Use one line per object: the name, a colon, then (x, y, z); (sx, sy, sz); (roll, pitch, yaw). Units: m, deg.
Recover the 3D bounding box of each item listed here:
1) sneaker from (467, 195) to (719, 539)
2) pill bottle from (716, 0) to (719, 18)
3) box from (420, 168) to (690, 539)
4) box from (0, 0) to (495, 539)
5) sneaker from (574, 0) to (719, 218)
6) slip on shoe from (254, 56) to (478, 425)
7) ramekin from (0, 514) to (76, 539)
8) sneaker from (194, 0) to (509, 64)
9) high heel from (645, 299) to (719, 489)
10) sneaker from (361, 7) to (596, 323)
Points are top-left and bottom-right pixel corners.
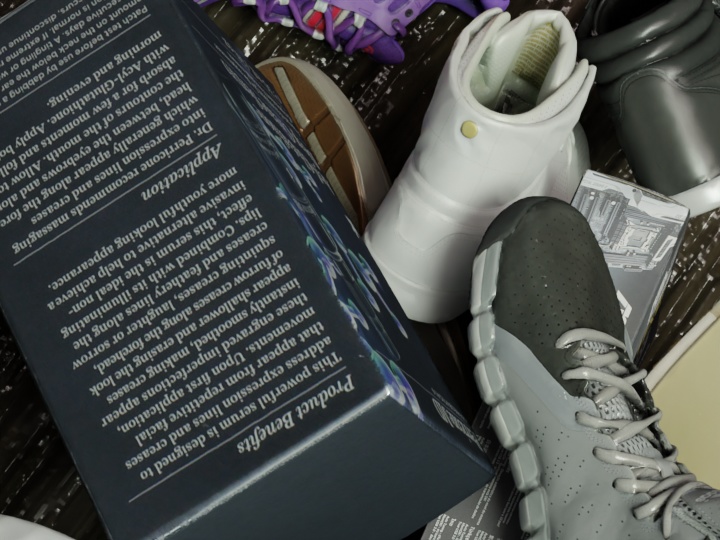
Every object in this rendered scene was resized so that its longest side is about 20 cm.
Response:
sneaker: (0.106, 0.065, 0.703); (0.075, 0.115, 0.200); (-4, 84, -38)
pill bottle: (0.177, -0.218, 0.957); (0.113, 0.113, 0.200); (-40, 99, -23)
box: (0.075, 0.077, 0.845); (0.050, 0.158, 0.200); (23, 71, 10)
box: (-0.057, 0.007, 0.723); (0.107, 0.148, 0.200); (-32, 68, 6)
sneaker: (0.152, -0.097, 0.900); (0.099, 0.071, 0.200); (66, 23, -11)
slip on shoe: (0.000, 0.000, 0.883); (0.200, 0.076, 0.061); (63, 23, 8)
ramekin: (-0.121, 0.177, 0.657); (0.201, 0.200, 0.098); (53, 44, -7)
sneaker: (-0.014, -0.130, 0.886); (0.200, 0.081, 0.084); (-11, 93, -23)
high heel: (0.156, 0.101, 0.884); (0.071, 0.143, 0.200); (18, 96, 24)
sneaker: (0.073, -0.061, 0.846); (0.074, 0.116, 0.200); (32, 29, 9)
